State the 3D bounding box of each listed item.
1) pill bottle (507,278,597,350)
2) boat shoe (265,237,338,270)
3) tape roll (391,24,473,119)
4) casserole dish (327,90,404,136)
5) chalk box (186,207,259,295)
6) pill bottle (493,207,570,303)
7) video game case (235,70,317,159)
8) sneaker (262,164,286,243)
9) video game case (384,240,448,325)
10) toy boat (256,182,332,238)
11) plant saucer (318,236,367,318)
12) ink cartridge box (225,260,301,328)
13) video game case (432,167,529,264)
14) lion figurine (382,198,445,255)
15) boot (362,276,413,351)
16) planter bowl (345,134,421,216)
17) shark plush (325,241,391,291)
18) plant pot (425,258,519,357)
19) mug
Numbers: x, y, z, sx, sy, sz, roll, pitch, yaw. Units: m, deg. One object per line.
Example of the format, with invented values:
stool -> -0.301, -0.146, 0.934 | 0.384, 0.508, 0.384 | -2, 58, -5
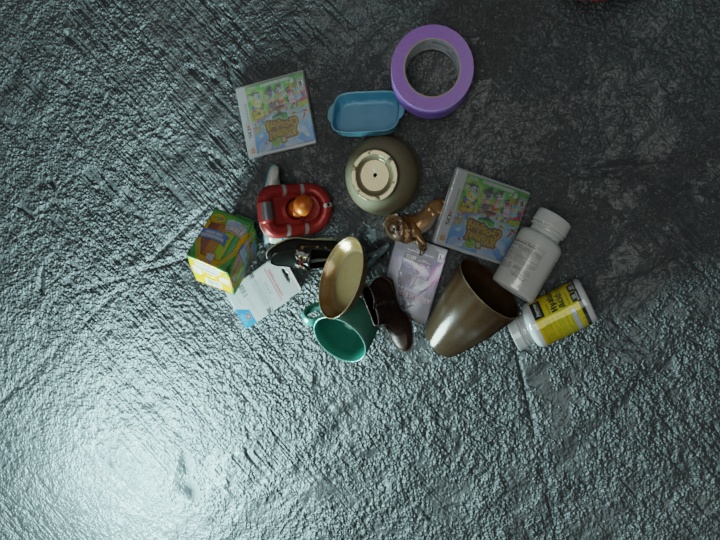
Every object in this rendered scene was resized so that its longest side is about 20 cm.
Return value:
pill bottle -> 0.453, 0.112, 1.583 | 0.196, 0.111, 0.114 | -29, 91, 16
boat shoe -> -0.141, -0.039, 1.687 | 0.195, 0.064, 0.075 | -4, 131, -17
tape roll -> 0.169, -0.470, 1.572 | 0.193, 0.066, 0.208 | 0, 85, 3
casserole dish -> 0.016, -0.383, 1.640 | 0.193, 0.039, 0.125 | 1, 65, 13
chalk box -> -0.344, -0.067, 1.730 | 0.121, 0.125, 0.204 | 19, 62, 10
pill bottle -> 0.408, -0.038, 1.565 | 0.112, 0.114, 0.204 | 31, 92, 7
video game case -> -0.219, -0.404, 1.726 | 0.193, 0.022, 0.188 | -10, 95, 15
sneaker -> -0.218, -0.174, 1.738 | 0.078, 0.076, 0.208 | 0, 94, -10
video game case -> 0.132, 0.021, 1.699 | 0.139, 0.019, 0.206 | 18, 101, 11
toy boat -> -0.156, -0.156, 1.654 | 0.130, 0.195, 0.135 | -9, 89, 59
plant saucer -> -0.037, 0.021, 1.604 | 0.035, 0.201, 0.204 | 18, 106, -30
ink cartridge box -> -0.249, 0.050, 1.772 | 0.197, 0.067, 0.118 | -32, 89, 16
video game case -> 0.290, -0.128, 1.593 | 0.194, 0.022, 0.187 | 16, 101, -12
lion figurine -> 0.160, -0.123, 1.648 | 0.197, 0.073, 0.124 | -33, 79, -6
boot -> 0.062, 0.120, 1.632 | 0.071, 0.166, 0.206 | -17, 92, 24
planter bowl -> 0.045, -0.233, 1.626 | 0.193, 0.135, 0.208 | 2, 98, 14
shark plush -> 0.000, 0.000, 1.694 | 0.195, 0.083, 0.093 | -22, 92, 16
plant pot -> 0.253, 0.111, 1.613 | 0.186, 0.187, 0.201 | 41, 118, 5
mug -> -0.041, 0.126, 1.688 | 0.185, 0.115, 0.151 | 44, 138, -11
